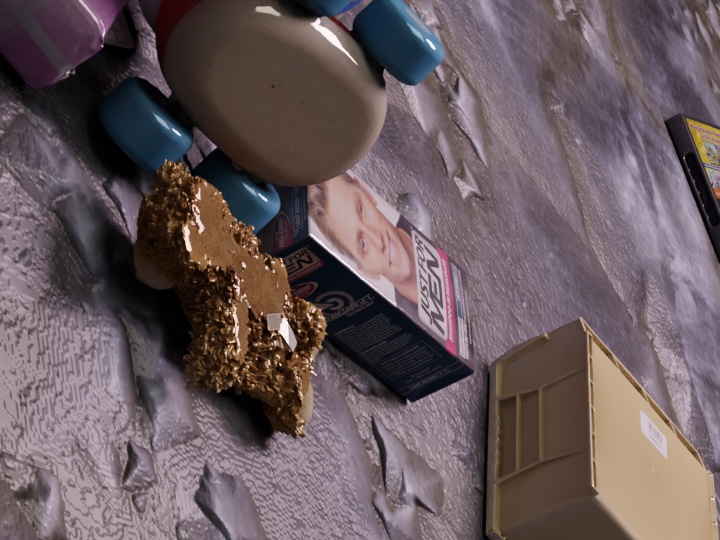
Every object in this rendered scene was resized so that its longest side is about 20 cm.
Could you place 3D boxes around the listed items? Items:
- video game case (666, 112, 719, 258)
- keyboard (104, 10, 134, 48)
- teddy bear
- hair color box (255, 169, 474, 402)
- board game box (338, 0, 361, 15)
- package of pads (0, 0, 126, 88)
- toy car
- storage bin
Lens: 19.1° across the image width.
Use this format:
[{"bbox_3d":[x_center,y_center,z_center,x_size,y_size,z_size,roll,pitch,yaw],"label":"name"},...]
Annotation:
[{"bbox_3d":[0.424,-0.081,2.432,0.200,0.025,0.181,9,58,-59],"label":"video game case"},{"bbox_3d":[-0.198,-0.239,1.427,0.056,0.011,0.200,11,57,-59],"label":"keyboard"},{"bbox_3d":[-0.085,0.023,1.349,0.200,0.067,0.145,39,44,-52],"label":"teddy bear"},{"bbox_3d":[0.000,0.000,1.517,0.200,0.061,0.100,39,34,-40],"label":"hair color box"},{"bbox_3d":[-0.034,-0.271,1.596,0.152,0.045,0.200,62,-13,-4],"label":"board game box"},{"bbox_3d":[-0.218,-0.220,1.296,0.200,0.076,0.121,53,27,-21],"label":"package of pads"},{"bbox_3d":[-0.080,-0.164,1.424,0.177,0.184,0.200,37,16,-44],"label":"toy car"},{"bbox_3d":[0.192,0.173,1.678,0.200,0.094,0.199,47,29,-30],"label":"storage bin"}]
